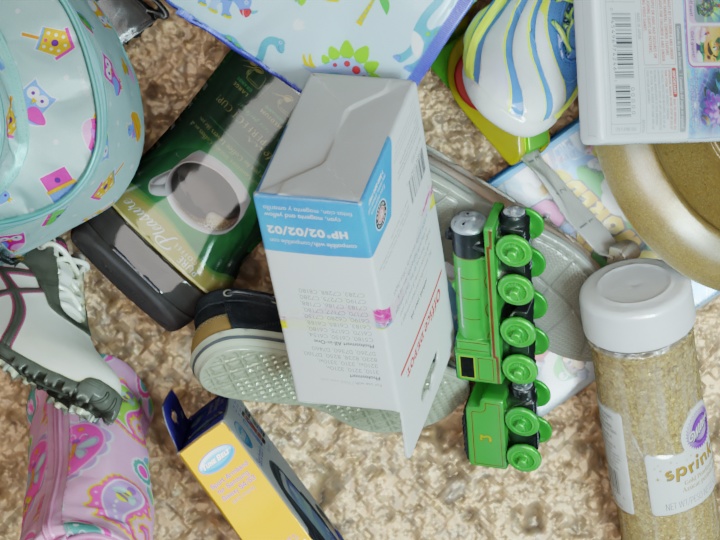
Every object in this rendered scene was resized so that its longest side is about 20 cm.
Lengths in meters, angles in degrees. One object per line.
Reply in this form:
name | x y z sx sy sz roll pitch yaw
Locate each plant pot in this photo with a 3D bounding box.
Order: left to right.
plant pot | 0.228 -0.084 1.566 0.200 0.027 0.200 9 71 -29

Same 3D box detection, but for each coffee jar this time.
coffee jar | -0.081 -0.062 1.595 0.104 0.085 0.200 44 94 -4

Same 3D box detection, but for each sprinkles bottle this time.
sprinkles bottle | 0.180 0.092 1.589 0.068 0.068 0.200 -11 121 1

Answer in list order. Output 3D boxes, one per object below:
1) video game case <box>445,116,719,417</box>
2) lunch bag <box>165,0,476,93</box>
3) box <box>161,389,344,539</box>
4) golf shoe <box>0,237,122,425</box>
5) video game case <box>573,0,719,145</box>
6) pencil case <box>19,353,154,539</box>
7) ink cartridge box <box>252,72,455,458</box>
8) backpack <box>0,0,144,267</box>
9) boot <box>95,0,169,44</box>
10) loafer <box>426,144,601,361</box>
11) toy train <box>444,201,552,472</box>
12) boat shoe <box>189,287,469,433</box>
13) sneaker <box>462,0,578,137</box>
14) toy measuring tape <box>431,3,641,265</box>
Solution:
video game case | 0.141 -0.012 1.636 0.200 0.018 0.143 -35 96 4
lunch bag | -0.003 -0.200 1.517 0.170 0.127 0.200 33 89 -1
box | -0.051 0.152 1.604 0.041 0.119 0.200 -34 96 3
golf shoe | -0.197 0.021 1.563 0.088 0.200 0.077 -51 137 -4
video game case | 0.197 -0.175 1.511 0.182 0.024 0.200 -4 91 -36
pencil case | -0.167 0.131 1.562 0.087 0.200 0.087 -2 124 -3
ink cartridge box | 0.000 0.000 1.504 0.068 0.115 0.200 5 132 18
backpack | -0.233 -0.089 1.512 0.200 0.153 0.176 -20 79 6
boot | -0.240 -0.170 1.593 0.200 0.069 0.174 -28 104 10
loafer | 0.086 -0.021 1.593 0.200 0.063 0.072 34 122 -20
toy train | 0.084 0.042 1.577 0.056 0.042 0.200 7 128 17
boat shoe | -0.018 0.052 1.596 0.200 0.062 0.075 13 133 -32
sneaker | 0.121 -0.170 1.523 0.076 0.200 0.105 28 136 -7
toy measuring tape | 0.115 -0.095 1.586 0.074 0.074 0.200 -41 79 4
